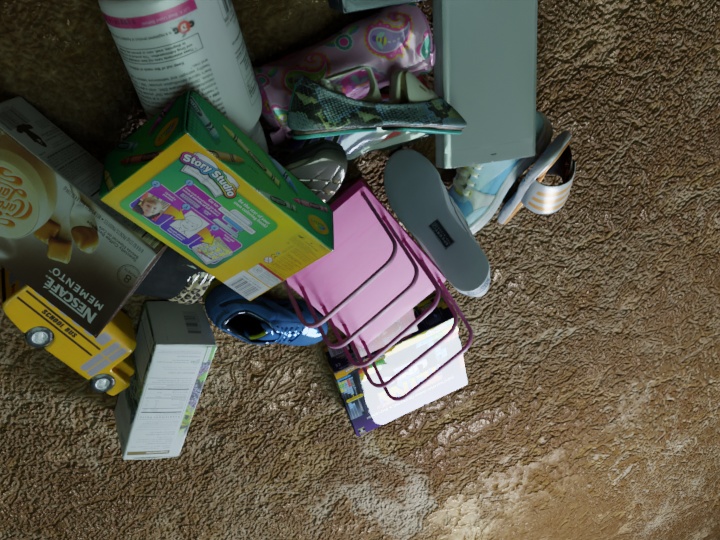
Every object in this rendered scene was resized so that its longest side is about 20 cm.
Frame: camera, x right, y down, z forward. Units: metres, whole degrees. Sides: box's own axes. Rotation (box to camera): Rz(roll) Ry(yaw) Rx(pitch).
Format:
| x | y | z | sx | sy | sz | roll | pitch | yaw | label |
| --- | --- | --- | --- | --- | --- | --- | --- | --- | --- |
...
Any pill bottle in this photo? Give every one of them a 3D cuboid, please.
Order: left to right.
| x | y | z | sx | sy | sz | roll | pitch | yaw | label |
| --- | --- | --- | --- | --- | --- | --- | --- | --- | --- |
| -0.157 | -0.183 | 0.757 | 0.111 | 0.114 | 0.203 | -22 | 131 | -8 | pill bottle |

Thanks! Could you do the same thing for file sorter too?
| x | y | z | sx | sy | sz | roll | pitch | yaw | label |
| --- | --- | --- | --- | --- | --- | --- | --- | --- | --- |
| 0.020 | 0.035 | 0.896 | 0.138 | 0.126 | 0.200 | -38 | 134 | 8 | file sorter |

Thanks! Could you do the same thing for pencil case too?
| x | y | z | sx | sy | sz | roll | pitch | yaw | label |
| --- | --- | --- | --- | --- | --- | --- | --- | --- | --- |
| -0.019 | -0.206 | 0.837 | 0.196 | 0.088 | 0.088 | -27 | 136 | -6 | pencil case |

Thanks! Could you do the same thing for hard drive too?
| x | y | z | sx | sy | sz | roll | pitch | yaw | label |
| --- | --- | --- | --- | --- | --- | --- | --- | --- | --- |
| 0.138 | -0.222 | 0.880 | 0.129 | 0.026 | 0.206 | -11 | 108 | -27 | hard drive |

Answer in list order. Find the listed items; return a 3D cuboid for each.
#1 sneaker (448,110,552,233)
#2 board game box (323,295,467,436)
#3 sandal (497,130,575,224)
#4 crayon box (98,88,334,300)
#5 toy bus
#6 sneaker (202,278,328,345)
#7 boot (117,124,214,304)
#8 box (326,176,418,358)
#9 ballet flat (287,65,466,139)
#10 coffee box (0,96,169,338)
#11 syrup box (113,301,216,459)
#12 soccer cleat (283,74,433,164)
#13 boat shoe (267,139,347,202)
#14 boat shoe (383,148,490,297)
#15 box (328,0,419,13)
| x | y | z | sx | sy | sz | roll | pitch | yaw | label |
| --- | --- | --- | --- | --- | --- | --- | --- | --- | --- |
| 0.135 | -0.138 | 0.984 | 0.130 | 0.080 | 0.201 | 31 | 101 | -44 | sneaker |
| 0.057 | 0.145 | 1.204 | 0.196 | 0.057 | 0.167 | -24 | 134 | -6 | board game box |
| 0.235 | -0.103 | 1.020 | 0.079 | 0.059 | 0.207 | -48 | 172 | -19 | sandal |
| -0.129 | -0.062 | 0.758 | 0.117 | 0.059 | 0.199 | -28 | 134 | 26 | crayon box |
| -0.327 | 0.062 | 0.926 | 0.077 | 0.066 | 0.201 | -34 | 135 | 3 | toy bus |
| -0.115 | 0.074 | 1.039 | 0.198 | 0.079 | 0.066 | 23 | 114 | -41 | sneaker |
| -0.217 | -0.050 | 0.881 | 0.148 | 0.073 | 0.203 | 15 | 110 | -43 | boot |
| 0.000 | 0.000 | 1.016 | 0.094 | 0.101 | 0.203 | -23 | 135 | -6 | box |
| 0.022 | -0.167 | 0.793 | 0.195 | 0.075 | 0.076 | -7 | 132 | -27 | ballet flat |
| -0.291 | -0.051 | 0.770 | 0.199 | 0.080 | 0.115 | 40 | 109 | -10 | coffee box |
| -0.253 | 0.143 | 1.024 | 0.080 | 0.079 | 0.203 | 3 | 126 | -30 | syrup box |
| -0.010 | -0.162 | 0.907 | 0.195 | 0.068 | 0.075 | -18 | 103 | 1 | soccer cleat |
| -0.093 | -0.096 | 0.845 | 0.197 | 0.075 | 0.074 | -24 | 150 | 39 | boat shoe |
| 0.091 | -0.053 | 0.966 | 0.072 | 0.203 | 0.065 | -29 | 161 | 7 | boat shoe |
| 0.058 | -0.341 | 0.758 | 0.195 | 0.051 | 0.162 | -14 | 117 | -15 | box |
